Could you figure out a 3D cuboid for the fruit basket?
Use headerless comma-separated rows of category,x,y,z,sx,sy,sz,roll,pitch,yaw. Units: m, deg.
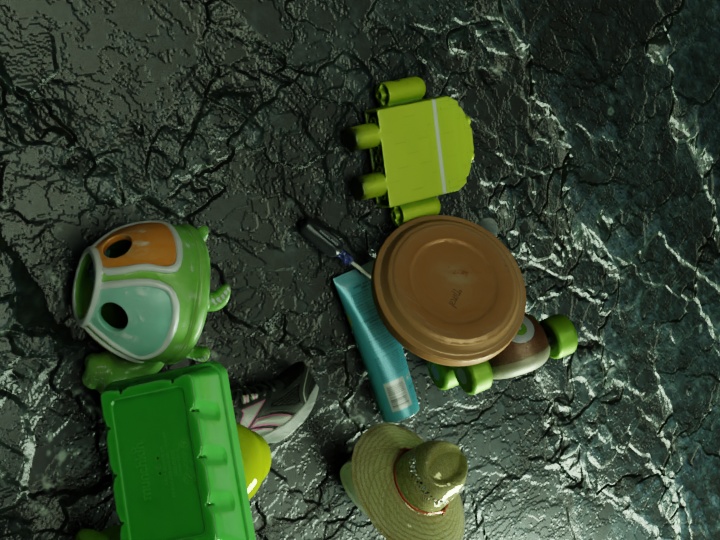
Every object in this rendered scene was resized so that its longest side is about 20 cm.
fruit basket,-0.174,0.201,1.042,0.154,0.216,0.218,-12,105,0

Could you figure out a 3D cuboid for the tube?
tube,0.024,0.092,1.295,0.077,0.050,0.202,-26,105,-41

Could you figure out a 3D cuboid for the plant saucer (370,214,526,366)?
plant saucer,0.112,0.019,1.259,0.198,0.032,0.202,5,63,-11

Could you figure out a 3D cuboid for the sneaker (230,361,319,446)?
sneaker,-0.135,0.164,1.165,0.200,0.080,0.087,-41,116,-26

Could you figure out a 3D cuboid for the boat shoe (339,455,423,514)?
boat shoe,0.051,0.298,1.325,0.202,0.072,0.061,46,43,-20

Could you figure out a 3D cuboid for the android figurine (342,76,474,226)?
android figurine,0.069,-0.153,1.298,0.198,0.041,0.184,-18,106,-33

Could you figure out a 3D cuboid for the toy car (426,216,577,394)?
toy car,0.162,0.038,1.335,0.163,0.158,0.202,-19,95,-21

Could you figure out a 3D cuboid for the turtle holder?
turtle holder,-0.231,0.031,1.058,0.131,0.185,0.142,5,60,-34

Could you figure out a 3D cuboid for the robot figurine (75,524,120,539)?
robot figurine,-0.228,0.346,1.094,0.199,0.116,0.176,32,104,-35

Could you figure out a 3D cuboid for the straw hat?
straw hat,0.088,0.255,1.266,0.200,0.085,0.202,32,34,-25

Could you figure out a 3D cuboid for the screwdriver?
screwdriver,0.000,0.000,1.260,0.200,0.028,0.029,40,29,-22
